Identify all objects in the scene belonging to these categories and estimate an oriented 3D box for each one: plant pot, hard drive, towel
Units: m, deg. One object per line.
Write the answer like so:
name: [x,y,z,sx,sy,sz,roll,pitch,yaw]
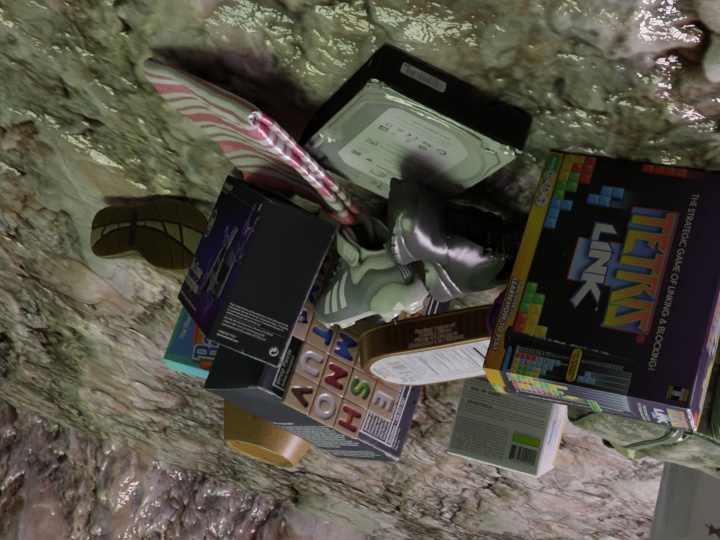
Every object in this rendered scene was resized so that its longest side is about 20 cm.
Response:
plant pot: [-0.094,0.135,1.709,0.185,0.201,0.187,18,162,6]
hard drive: [0.039,-0.111,1.158,0.139,0.038,0.200,25,161,-15]
towel: [-0.096,-0.111,1.227,0.146,0.030,0.200,27,171,37]

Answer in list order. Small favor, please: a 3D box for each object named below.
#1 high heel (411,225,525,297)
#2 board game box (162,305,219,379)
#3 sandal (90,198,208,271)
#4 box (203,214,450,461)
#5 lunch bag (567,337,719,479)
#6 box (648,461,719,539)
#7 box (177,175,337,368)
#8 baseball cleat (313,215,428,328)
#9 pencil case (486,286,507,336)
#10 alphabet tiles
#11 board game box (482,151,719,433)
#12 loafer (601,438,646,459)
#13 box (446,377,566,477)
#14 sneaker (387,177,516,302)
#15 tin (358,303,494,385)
high heel: [0.086,-0.026,1.317,0.199,0.072,0.143,17,152,6]
board game box: [-0.112,0.067,1.612,0.199,0.153,0.045,14,161,11]
sandal: [-0.231,-0.038,1.564,0.199,0.081,0.054,3,171,42]
box: [-0.034,0.075,1.490,0.198,0.201,0.123,32,158,-31]
lunch bag: [0.294,0.070,1.173,0.167,0.201,0.139,25,163,-7]
box: [0.437,0.236,1.482,0.199,0.200,0.171,16,161,4]
box: [-0.105,-0.005,1.325,0.079,0.142,0.200,25,-178,-18]
baseball cleat: [0.000,0.000,1.317,0.200,0.070,0.107,-12,104,61]
pencil case: [0.198,0.073,1.292,0.200,0.085,0.093,40,-171,-48]
alphabet tiles: [-0.011,0.063,1.429,0.167,0.201,0.008,30,159,-31]
board game box: [0.204,0.012,1.087,0.164,0.201,0.057,9,157,25]
loafer: [0.297,0.167,1.544,0.075,0.069,0.200,7,-177,10]
box: [0.180,0.177,1.632,0.112,0.102,0.200,14,179,15]
sneaker: [0.082,-0.033,1.192,0.090,0.076,0.200,-7,161,20]
tin: [0.094,0.077,1.383,0.199,0.042,0.112,-11,159,21]
